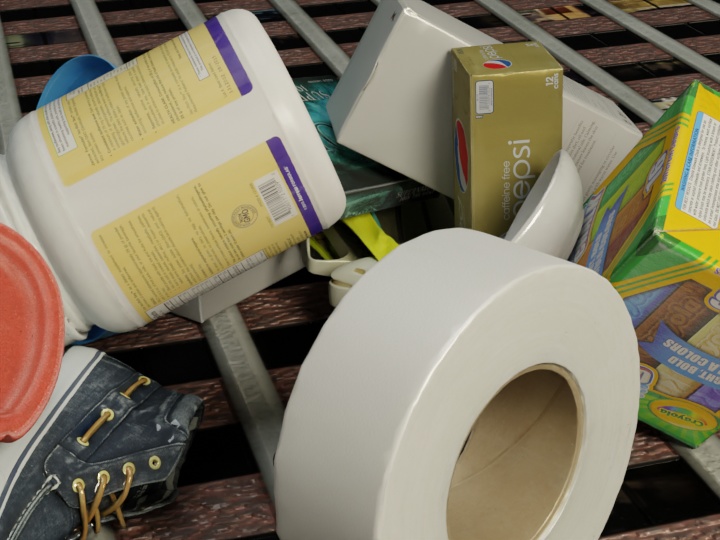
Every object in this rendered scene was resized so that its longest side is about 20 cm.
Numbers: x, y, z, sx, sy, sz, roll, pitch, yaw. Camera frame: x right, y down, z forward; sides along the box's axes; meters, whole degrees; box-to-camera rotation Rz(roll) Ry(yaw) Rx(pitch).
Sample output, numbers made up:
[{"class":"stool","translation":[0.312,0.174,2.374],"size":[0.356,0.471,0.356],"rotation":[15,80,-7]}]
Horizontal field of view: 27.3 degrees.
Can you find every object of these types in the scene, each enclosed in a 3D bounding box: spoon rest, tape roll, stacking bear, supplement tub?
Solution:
[{"class":"spoon rest","translation":[0.086,0.012,0.895],"size":[0.060,0.100,0.202],"rotation":[24,62,-4]},{"class":"tape roll","translation":[0.051,0.085,0.721],"size":[0.070,0.205,0.201],"rotation":[21,33,40]},{"class":"stacking bear","translation":[-0.254,0.059,0.828],"size":[0.200,0.121,0.114],"rotation":[-37,20,45]},{"class":"supplement tub","translation":[-0.123,-0.052,0.895],"size":[0.198,0.146,0.146],"rotation":[-27,27,-2]}]

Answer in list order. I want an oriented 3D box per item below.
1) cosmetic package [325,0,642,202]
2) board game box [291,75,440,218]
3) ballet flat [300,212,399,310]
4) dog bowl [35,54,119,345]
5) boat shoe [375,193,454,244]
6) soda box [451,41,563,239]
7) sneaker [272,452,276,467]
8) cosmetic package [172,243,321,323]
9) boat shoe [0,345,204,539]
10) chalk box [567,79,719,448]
[{"class":"cosmetic package","translation":[0.086,-0.107,1.058],"size":[0.198,0.108,0.085],"rotation":[26,18,-16]},{"class":"board game box","translation":[-0.036,-0.089,1.067],"size":[0.135,0.028,0.199],"rotation":[40,29,22]},{"class":"ballet flat","translation":[0.000,0.000,1.052],"size":[0.066,0.067,0.200],"rotation":[-8,34,-22]},{"class":"dog bowl","translation":[-0.181,-0.048,1.049],"size":[0.111,0.203,0.049],"rotation":[-4,-6,41]},{"class":"boat shoe","translation":[0.089,-0.046,1.169],"size":[0.198,0.076,0.068],"rotation":[-14,-4,-5]},{"class":"soda box","translation":[0.099,-0.047,1.002],"size":[0.063,0.202,0.068],"rotation":[-5,24,-6]},{"class":"sneaker","translation":[0.000,0.073,0.897],"size":[0.082,0.072,0.200],"rotation":[1,28,19]},{"class":"cosmetic package","translation":[-0.095,-0.042,1.148],"size":[0.106,0.091,0.199],"rotation":[17,34,37]},{"class":"boat shoe","translation":[-0.152,0.120,0.816],"size":[0.090,0.071,0.201],"rotation":[19,38,3]},{"class":"chalk box","translation":[0.187,0.010,0.885],"size":[0.123,0.200,0.125],"rotation":[27,52,-8]}]
